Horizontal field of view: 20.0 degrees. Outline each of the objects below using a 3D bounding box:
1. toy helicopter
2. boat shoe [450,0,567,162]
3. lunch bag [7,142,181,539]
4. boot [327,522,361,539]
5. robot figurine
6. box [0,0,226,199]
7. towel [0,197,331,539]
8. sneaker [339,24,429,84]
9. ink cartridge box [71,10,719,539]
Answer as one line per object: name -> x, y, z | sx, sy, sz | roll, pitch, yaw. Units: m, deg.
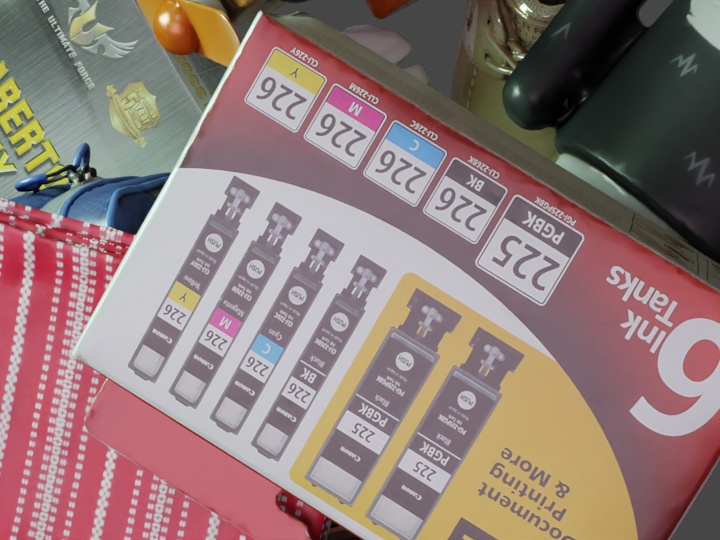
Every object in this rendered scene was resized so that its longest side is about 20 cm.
toy helicopter -> -0.035, -0.122, 0.793 | 0.131, 0.200, 0.079 | -28, 93, 7
boat shoe -> 0.074, -0.103, 0.830 | 0.072, 0.065, 0.202 | 21, 110, 15
lunch bag -> -0.104, 0.049, 0.844 | 0.131, 0.136, 0.202 | -10, 95, 16
boot -> 0.001, 0.132, 0.932 | 0.198, 0.075, 0.097 | -20, 122, 14
robot figurine -> 0.145, -0.041, 0.773 | 0.200, 0.125, 0.150 | -49, 46, 0
box -> -0.118, -0.033, 0.931 | 0.158, 0.048, 0.201 | -29, 92, 25
towel -> -0.103, 0.056, 0.761 | 0.198, 0.022, 0.146 | 14, 98, 6
sneaker -> 0.000, 0.000, 0.860 | 0.075, 0.081, 0.202 | -19, 88, 49
ink cartridge box -> 0.015, 0.039, 0.689 | 0.199, 0.084, 0.177 | 31, 101, 5
